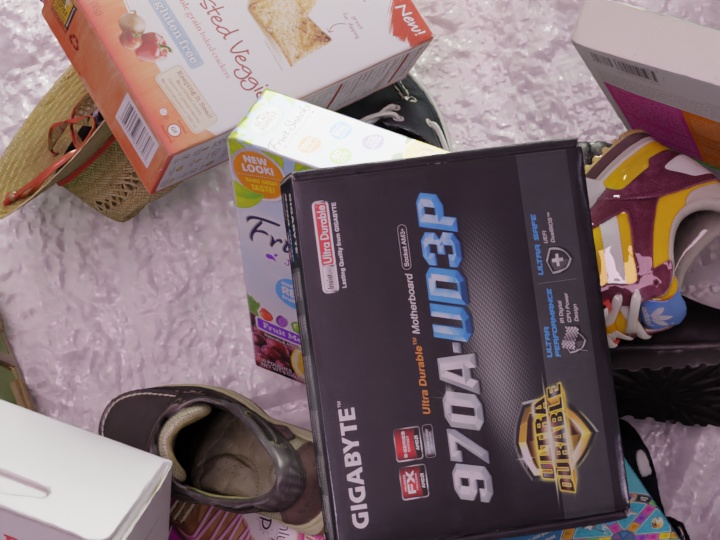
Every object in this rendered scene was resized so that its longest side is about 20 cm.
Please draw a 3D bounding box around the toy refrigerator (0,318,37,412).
[{"bbox_3d":[-0.253,0.087,1.324,0.070,0.076,0.201,-29,71,9],"label":"toy refrigerator"}]

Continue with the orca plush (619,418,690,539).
[{"bbox_3d":[0.128,0.183,1.187,0.104,0.071,0.202,21,85,20],"label":"orca plush"}]

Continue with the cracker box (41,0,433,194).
[{"bbox_3d":[-0.072,-0.149,1.228,0.199,0.058,0.135,-27,78,-29],"label":"cracker box"}]

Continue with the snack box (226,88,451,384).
[{"bbox_3d":[0.000,0.000,1.201,0.141,0.201,0.053,19,51,19],"label":"snack box"}]

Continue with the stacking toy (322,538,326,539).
[{"bbox_3d":[0.006,0.183,1.153,0.109,0.116,0.202,-7,71,0],"label":"stacking toy"}]

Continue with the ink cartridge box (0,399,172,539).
[{"bbox_3d":[-0.191,0.184,1.189,0.145,0.084,0.201,18,128,12],"label":"ink cartridge box"}]

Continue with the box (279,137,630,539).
[{"bbox_3d":[0.049,0.040,1.065,0.157,0.046,0.202,-7,88,-10],"label":"box"}]

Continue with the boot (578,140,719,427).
[{"bbox_3d":[0.172,0.003,1.210,0.209,0.080,0.159,2,61,1],"label":"boot"}]

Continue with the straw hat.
[{"bbox_3d":[-0.155,-0.080,1.318,0.085,0.201,0.201,41,92,-20],"label":"straw hat"}]

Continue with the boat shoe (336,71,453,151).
[{"bbox_3d":[0.025,-0.069,1.279,0.075,0.060,0.201,-35,71,7],"label":"boat shoe"}]

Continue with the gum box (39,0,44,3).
[{"bbox_3d":[-0.126,-0.243,1.320,0.066,0.113,0.201,39,83,-20],"label":"gum box"}]

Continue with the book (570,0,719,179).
[{"bbox_3d":[0.201,-0.092,1.156,0.133,0.200,0.048,19,84,19],"label":"book"}]

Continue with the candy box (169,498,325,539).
[{"bbox_3d":[-0.055,0.171,1.251,0.198,0.061,0.138,17,84,19],"label":"candy box"}]

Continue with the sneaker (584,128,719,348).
[{"bbox_3d":[0.128,0.015,1.128,0.090,0.075,0.200,35,79,27],"label":"sneaker"}]

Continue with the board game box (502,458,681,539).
[{"bbox_3d":[0.106,0.178,1.102,0.150,0.047,0.201,-19,61,-26],"label":"board game box"}]

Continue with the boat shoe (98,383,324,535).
[{"bbox_3d":[-0.090,0.100,1.181,0.200,0.066,0.072,15,81,43],"label":"boat shoe"}]
